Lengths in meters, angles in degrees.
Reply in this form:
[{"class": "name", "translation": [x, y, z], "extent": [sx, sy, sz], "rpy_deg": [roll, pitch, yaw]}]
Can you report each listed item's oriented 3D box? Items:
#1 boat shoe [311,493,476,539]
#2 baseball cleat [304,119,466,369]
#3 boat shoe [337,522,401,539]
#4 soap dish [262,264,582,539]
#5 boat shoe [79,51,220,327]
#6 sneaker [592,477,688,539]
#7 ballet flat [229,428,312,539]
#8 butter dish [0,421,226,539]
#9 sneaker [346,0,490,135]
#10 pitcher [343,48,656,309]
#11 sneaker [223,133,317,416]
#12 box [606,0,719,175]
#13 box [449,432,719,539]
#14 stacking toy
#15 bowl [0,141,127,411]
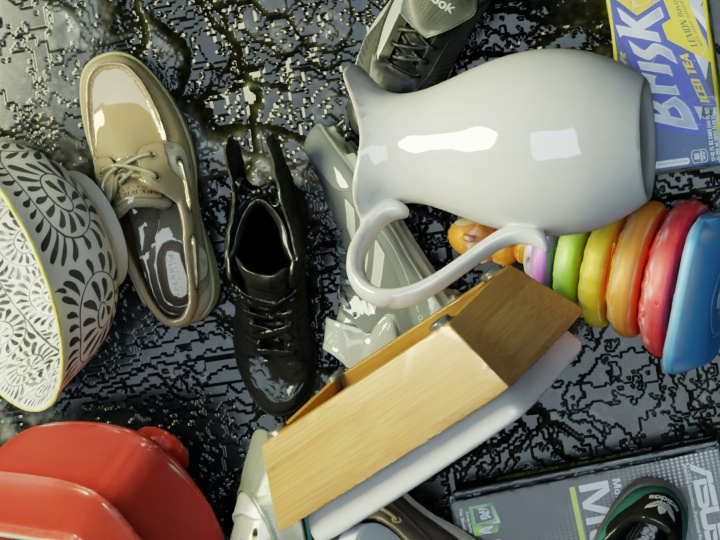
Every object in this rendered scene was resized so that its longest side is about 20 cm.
[{"class": "boat shoe", "translation": [0.005, 0.183, 1.722], "extent": [0.200, 0.059, 0.072], "rpy_deg": [31, 113, 21]}, {"class": "baseball cleat", "translation": [0.000, 0.000, 1.726], "extent": [0.106, 0.070, 0.200], "rpy_deg": [-35, 88, 9]}, {"class": "boat shoe", "translation": [0.015, 0.253, 1.669], "extent": [0.068, 0.072, 0.201], "rpy_deg": [-1, 127, 38]}, {"class": "soap dish", "translation": [0.038, 0.084, 1.635], "extent": [0.200, 0.157, 0.081], "rpy_deg": [-34, 92, 28]}, {"class": "boat shoe", "translation": [-0.150, -0.057, 1.745], "extent": [0.072, 0.065, 0.201], "rpy_deg": [-16, 92, 9]}, {"class": "sneaker", "translation": [0.159, 0.235, 1.667], "extent": [0.071, 0.080, 0.201], "rpy_deg": [23, 99, 7]}, {"class": "ballet flat", "translation": [-0.058, 0.210, 1.696], "extent": [0.063, 0.067, 0.201], "rpy_deg": [-17, 93, -23]}, {"class": "butter dish", "translation": [-0.171, 0.170, 1.721], "extent": [0.199, 0.148, 0.200], "rpy_deg": [2, 134, 41]}, {"class": "sneaker", "translation": [0.048, -0.177, 1.695], "extent": [0.066, 0.090, 0.200], "rpy_deg": [35, 98, 5]}, {"class": "pitcher", "translation": [0.088, -0.058, 1.626], "extent": [0.199, 0.121, 0.172], "rpy_deg": [-2, 71, 14]}, {"class": "sneaker", "translation": [-0.066, 0.006, 1.717], "extent": [0.060, 0.104, 0.201], "rpy_deg": [0, 94, 8]}, {"class": "box", "translation": [0.203, -0.166, 1.687], "extent": [0.070, 0.064, 0.201], "rpy_deg": [-7, 92, 9]}, {"class": "box", "translation": [0.175, 0.229, 1.728], "extent": [0.192, 0.048, 0.201], "rpy_deg": [-11, 93, 13]}, {"class": "stacking toy", "translation": [0.153, -0.008, 1.699], "extent": [0.199, 0.116, 0.110], "rpy_deg": [14, 101, 21]}, {"class": "bowl", "translation": [-0.222, -0.013, 1.723], "extent": [0.094, 0.201, 0.201], "rpy_deg": [-26, 90, -29]}]
